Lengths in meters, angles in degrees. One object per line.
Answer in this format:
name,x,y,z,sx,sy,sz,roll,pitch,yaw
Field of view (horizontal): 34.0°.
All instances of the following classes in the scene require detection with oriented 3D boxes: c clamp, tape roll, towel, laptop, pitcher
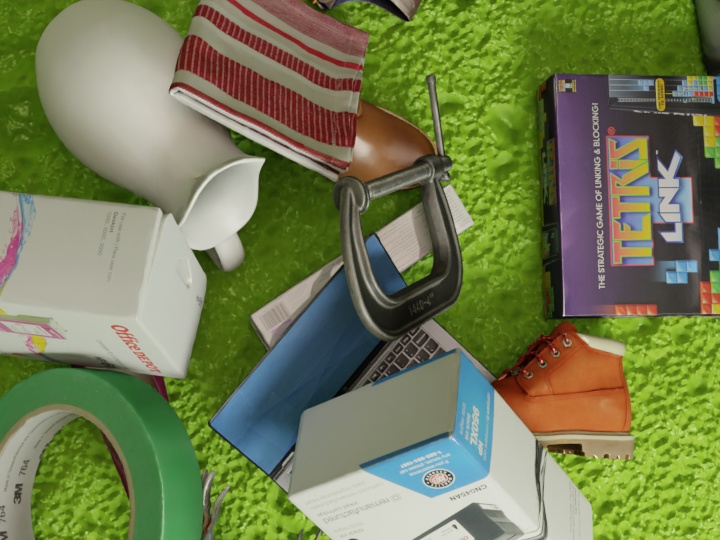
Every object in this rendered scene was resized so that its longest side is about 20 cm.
c clamp,0.029,-0.043,0.879,0.027,0.200,0.174,-8,104,30
tape roll,-0.206,0.174,0.859,0.198,0.048,0.204,-4,83,29
towel,-0.063,-0.160,0.897,0.142,0.201,0.023,25,127,-15
laptop,0.014,0.112,0.916,0.200,0.116,0.188,42,82,-3
pitcher,-0.157,-0.098,0.906,0.121,0.172,0.200,-36,70,-19

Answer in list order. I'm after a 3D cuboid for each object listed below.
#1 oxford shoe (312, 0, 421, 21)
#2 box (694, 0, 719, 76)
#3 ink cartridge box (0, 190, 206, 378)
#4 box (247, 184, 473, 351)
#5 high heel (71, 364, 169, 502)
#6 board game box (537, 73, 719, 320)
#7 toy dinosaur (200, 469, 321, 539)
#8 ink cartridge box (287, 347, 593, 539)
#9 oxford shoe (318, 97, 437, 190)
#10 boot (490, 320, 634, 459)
oxford shoe,-0.038,-0.257,0.962,0.197,0.071,0.074,12,89,-7
box,0.357,-0.281,0.954,0.121,0.200,0.202,-9,86,-9
ink cartridge box,-0.223,0.009,0.846,0.196,0.145,0.086,5,70,8
box,0.000,0.000,0.961,0.199,0.039,0.042,-34,92,-9
high heel,-0.178,0.106,0.898,0.066,0.096,0.203,-18,88,-9
board game box,0.236,-0.061,0.992,0.162,0.057,0.204,-1,86,-9
toy dinosaur,-0.072,0.247,0.857,0.103,0.181,0.204,5,88,-12
ink cartridge box,0.064,0.170,0.864,0.143,0.085,0.200,-25,124,27
oxford shoe,-0.025,-0.117,0.953,0.197,0.071,0.072,20,81,-8
boot,0.136,0.092,0.942,0.197,0.075,0.109,8,84,-30
